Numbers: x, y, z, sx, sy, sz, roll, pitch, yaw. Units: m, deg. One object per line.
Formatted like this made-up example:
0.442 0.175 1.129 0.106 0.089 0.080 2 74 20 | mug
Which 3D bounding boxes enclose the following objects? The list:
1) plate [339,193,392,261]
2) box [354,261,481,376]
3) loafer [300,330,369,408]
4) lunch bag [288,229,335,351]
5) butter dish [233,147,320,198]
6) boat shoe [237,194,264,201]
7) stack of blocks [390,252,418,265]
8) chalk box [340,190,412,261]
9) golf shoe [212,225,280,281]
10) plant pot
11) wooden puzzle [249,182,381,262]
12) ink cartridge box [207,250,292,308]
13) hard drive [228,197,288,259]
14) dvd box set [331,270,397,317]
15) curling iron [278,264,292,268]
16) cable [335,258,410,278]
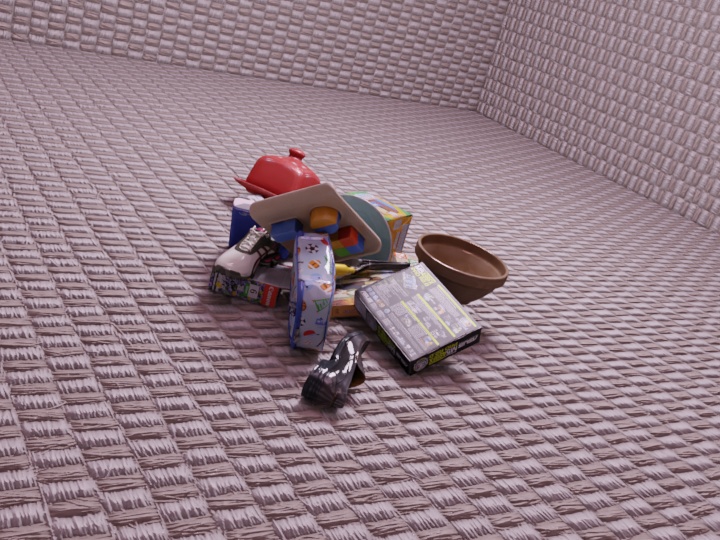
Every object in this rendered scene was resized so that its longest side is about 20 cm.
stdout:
-0.029 -0.067 1.729 0.199 0.202 0.026 18 25 7 | plate
0.104 0.086 1.537 0.159 0.044 0.200 -23 50 -22 | box
-0.024 0.167 1.358 0.072 0.073 0.200 29 33 11 | loafer
-0.091 0.040 1.459 0.075 0.161 0.201 7 44 -7 | lunch bag
-0.183 -0.236 2.068 0.198 0.149 0.200 25 5 21 | butter dish
-0.247 -0.131 1.932 0.065 0.074 0.200 1 15 -23 | boat shoe
0.134 0.034 1.792 0.114 0.059 0.200 10 23 -13 | stack of blocks
0.001 -0.111 1.965 0.199 0.126 0.124 30 26 30 | chalk box
-0.214 -0.041 1.560 0.077 0.089 0.200 23 23 14 | golf shoe
0.198 0.007 1.696 0.199 0.093 0.201 15 23 -7 | plant pot
-0.083 -0.069 1.524 0.184 0.200 0.047 -11 52 26 | wooden puzzle
-0.188 0.024 1.608 0.198 0.051 0.109 16 21 -2 | ink cartridge box
-0.205 -0.083 1.709 0.131 0.026 0.200 13 -23 -7 | hard drive
0.028 0.041 1.659 0.198 0.030 0.147 -3 28 -4 | dvd box set
-0.126 -0.006 1.738 0.198 0.026 0.050 15 59 0 | curling iron
0.000 0.000 1.683 0.198 0.051 0.097 6 -5 -15 | cable
